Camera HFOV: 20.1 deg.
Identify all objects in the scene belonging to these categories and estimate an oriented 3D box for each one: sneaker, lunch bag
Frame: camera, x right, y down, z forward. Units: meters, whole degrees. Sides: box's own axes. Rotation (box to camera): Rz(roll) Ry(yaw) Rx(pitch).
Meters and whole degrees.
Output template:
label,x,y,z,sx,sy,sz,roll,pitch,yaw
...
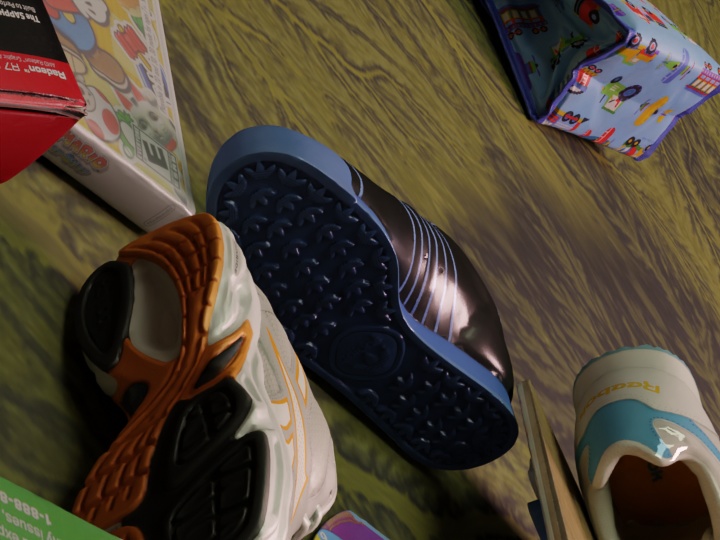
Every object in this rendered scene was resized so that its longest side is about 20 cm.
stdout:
label,x,y,z,sx,sy,sz,roll,pitch,yaw
sneaker,-0.036,0.070,0.631,0.092,0.076,0.200,49,22,-35
sneaker,0.145,0.134,0.890,0.200,0.076,0.081,59,20,-20
sneaker,0.000,0.000,0.825,0.200,0.070,0.078,52,21,-40
lunch bag,0.141,-0.189,1.405,0.151,0.094,0.200,13,40,-53

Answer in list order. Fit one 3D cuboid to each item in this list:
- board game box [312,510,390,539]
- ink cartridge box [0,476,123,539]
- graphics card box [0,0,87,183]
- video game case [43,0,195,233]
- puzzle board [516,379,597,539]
label,x,y,z,sx,sy,sz,roll,pitch,yaw
board game box,0.054,0.166,0.742,0.200,0.039,0.158,43,25,-37
ink cartridge box,-0.069,0.152,0.412,0.146,0.084,0.200,38,28,-43
graphics card box,-0.170,-0.120,0.592,0.125,0.051,0.200,0,60,-50
video game case,-0.136,-0.128,0.757,0.182,0.023,0.200,39,28,-42
puzzle board,0.107,0.163,0.840,0.151,0.017,0.200,-98,165,-59
